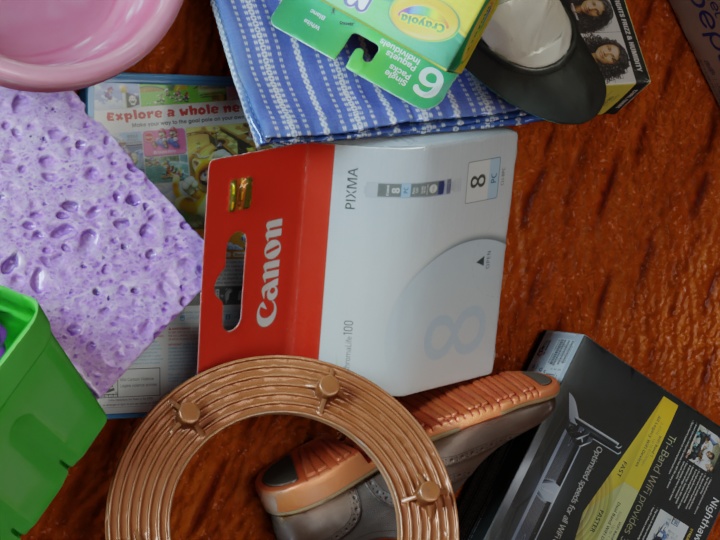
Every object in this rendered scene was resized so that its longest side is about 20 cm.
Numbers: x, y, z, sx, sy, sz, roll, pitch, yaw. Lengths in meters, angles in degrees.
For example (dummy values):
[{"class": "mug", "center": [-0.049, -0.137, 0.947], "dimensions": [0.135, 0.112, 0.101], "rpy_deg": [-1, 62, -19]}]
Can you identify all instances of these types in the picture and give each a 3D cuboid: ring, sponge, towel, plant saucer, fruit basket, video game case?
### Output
[{"class": "ring", "center": [-0.041, 0.141, 1.062], "dimensions": [0.200, 0.019, 0.201], "rpy_deg": [5, 68, -12]}, {"class": "sponge", "center": [-0.176, -0.037, 1.057], "dimensions": [0.200, 0.030, 0.112], "rpy_deg": [49, 63, -11]}, {"class": "towel", "center": [0.012, -0.145, 1.118], "dimensions": [0.200, 0.024, 0.145], "rpy_deg": [-8, 70, -27]}, {"class": "plant saucer", "center": [-0.189, -0.188, 1.037], "dimensions": [0.200, 0.051, 0.201], "rpy_deg": [10, 71, -32]}, {"class": "fruit basket", "center": [-0.253, 0.080, 0.978], "dimensions": [0.215, 0.155, 0.216], "rpy_deg": [-10, 106, -37]}, {"class": "video game case", "center": [-0.097, -0.015, 1.132], "dimensions": [0.143, 0.018, 0.200], "rpy_deg": [-1, 93, -26]}]

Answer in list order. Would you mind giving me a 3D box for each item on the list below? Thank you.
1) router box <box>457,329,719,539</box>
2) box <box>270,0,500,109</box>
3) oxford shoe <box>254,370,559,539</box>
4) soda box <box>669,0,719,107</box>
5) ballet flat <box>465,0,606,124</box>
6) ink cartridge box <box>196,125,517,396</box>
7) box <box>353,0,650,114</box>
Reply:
[{"class": "router box", "center": [0.145, 0.162, 1.241], "dimensions": [0.157, 0.052, 0.200], "rpy_deg": [33, 77, -24]}, {"class": "box", "center": [0.037, -0.198, 1.044], "dimensions": [0.117, 0.048, 0.200], "rpy_deg": [30, 101, 10]}, {"class": "oxford shoe", "center": [0.036, 0.120, 1.177], "dimensions": [0.200, 0.071, 0.073], "rpy_deg": [-22, 107, -11]}, {"class": "soda box", "center": [0.249, -0.192, 1.273], "dimensions": [0.068, 0.063, 0.200], "rpy_deg": [-35, 107, -22]}, {"class": "ballet flat", "center": [0.065, -0.161, 1.096], "dimensions": [0.200, 0.068, 0.068], "rpy_deg": [40, 69, 2]}, {"class": "ink cartridge box", "center": [0.000, 0.000, 1.121], "dimensions": [0.200, 0.047, 0.160], "rpy_deg": [-13, 118, -37]}, {"class": "box", "center": [0.077, -0.133, 1.184], "dimensions": [0.200, 0.050, 0.075], "rpy_deg": [-5, 70, -25]}]
